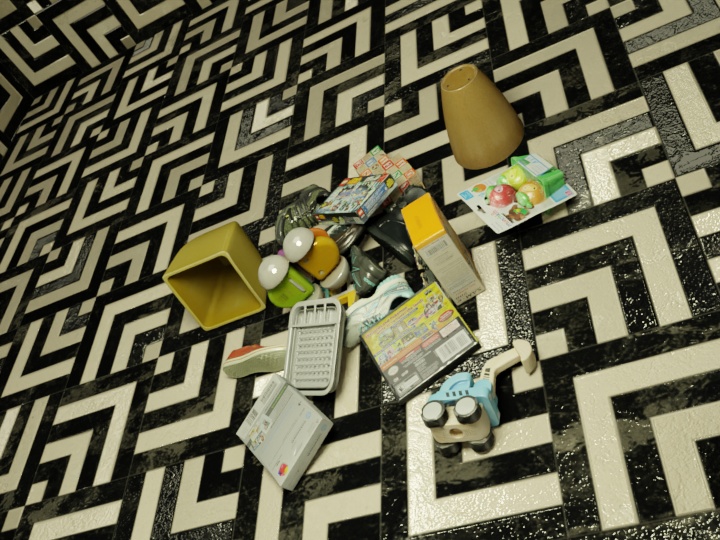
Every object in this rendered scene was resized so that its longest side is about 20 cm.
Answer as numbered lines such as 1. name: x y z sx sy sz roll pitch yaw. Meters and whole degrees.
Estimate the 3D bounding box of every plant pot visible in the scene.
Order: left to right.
1. plant pot: -0.350 -0.009 1.957 0.191 0.197 0.202 -19 36 20
2. plant pot: 0.268 -0.379 1.835 0.183 0.201 0.189 -21 41 20

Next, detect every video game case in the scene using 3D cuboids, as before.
1. video game case: 0.117 0.142 1.558 0.198 0.026 0.182 -36 52 3

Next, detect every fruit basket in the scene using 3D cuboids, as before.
1. fruit basket: 0.330 -0.171 1.653 0.196 0.095 0.186 -21 38 -11

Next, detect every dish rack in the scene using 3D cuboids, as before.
1. dish rack: -0.093 0.166 1.648 0.169 0.043 0.205 -9 70 45

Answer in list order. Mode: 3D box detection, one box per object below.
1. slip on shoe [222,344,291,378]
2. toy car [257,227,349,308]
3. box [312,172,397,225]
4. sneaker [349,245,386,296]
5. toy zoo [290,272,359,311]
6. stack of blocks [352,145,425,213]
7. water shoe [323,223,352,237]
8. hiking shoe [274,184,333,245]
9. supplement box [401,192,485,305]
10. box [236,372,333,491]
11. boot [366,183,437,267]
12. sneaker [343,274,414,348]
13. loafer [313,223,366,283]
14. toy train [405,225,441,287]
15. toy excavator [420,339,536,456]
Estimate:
1. slip on shoe: -0.230 0.195 1.763 0.197 0.074 0.062 -16 40 31
2. toy car: -0.137 -0.010 1.758 0.200 0.174 0.150 -46 33 8
3. box: -0.015 -0.171 1.863 0.137 0.040 0.198 -49 26 -23
4. sneaker: 0.000 0.000 1.747 0.080 0.075 0.200 -57 14 7
5. toy zoo: -0.076 0.078 1.794 0.197 0.021 0.133 -23 42 18
6. stack of blocks: 0.070 -0.238 1.956 0.114 0.059 0.201 -36 39 2
7. water shoe: -0.094 -0.056 1.916 0.198 0.072 0.079 -33 12 8
8. hiking shoe: -0.144 -0.145 2.015 0.100 0.076 0.202 12 59 46
9. supplement box: 0.170 -0.042 1.584 0.073 0.200 0.127 -30 41 12
10. box: -0.158 0.324 1.580 0.199 0.041 0.158 30 88 50
11. boot: 0.116 -0.113 1.788 0.168 0.077 0.200 -45 34 -3
12. sneaker: 0.035 0.096 1.653 0.200 0.078 0.086 -44 44 -7
13. loafer: -0.071 -0.050 1.835 0.199 0.073 0.072 -43 80 10
14. toy train: 0.133 -0.026 1.675 0.033 0.046 0.204 -8 65 -16
15. toy excavator: 0.216 0.216 1.399 0.191 0.101 0.202 -12 37 26
